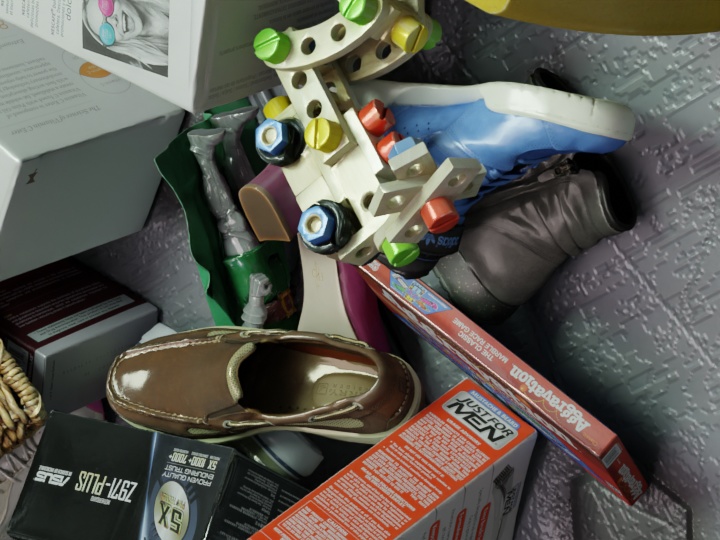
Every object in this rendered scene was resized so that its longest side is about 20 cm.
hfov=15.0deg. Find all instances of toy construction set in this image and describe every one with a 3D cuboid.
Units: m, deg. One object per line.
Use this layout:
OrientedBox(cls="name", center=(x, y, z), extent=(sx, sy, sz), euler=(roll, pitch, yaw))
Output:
OrientedBox(cls="toy construction set", center=(0.008, -0.080, 1.463), extent=(0.131, 0.092, 0.200), euler=(-39, 46, 22))

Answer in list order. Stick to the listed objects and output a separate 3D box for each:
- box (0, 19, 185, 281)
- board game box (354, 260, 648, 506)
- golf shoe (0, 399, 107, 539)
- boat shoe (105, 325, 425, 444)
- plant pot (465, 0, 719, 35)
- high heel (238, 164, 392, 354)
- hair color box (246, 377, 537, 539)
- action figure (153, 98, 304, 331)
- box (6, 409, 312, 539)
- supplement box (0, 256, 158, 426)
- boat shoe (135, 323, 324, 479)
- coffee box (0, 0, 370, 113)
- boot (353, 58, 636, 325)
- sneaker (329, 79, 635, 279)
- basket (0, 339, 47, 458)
OrientedBox(cls="box", center=(-0.244, -0.105, 1.789), extent=(0.200, 0.152, 0.106), euler=(42, 129, 24))
OrientedBox(cls="board game box", center=(0.080, 0.059, 1.600), extent=(0.200, 0.103, 0.019), euler=(39, 83, 26))
OrientedBox(cls="golf shoe", center=(-0.247, 0.146, 1.929), extent=(0.075, 0.091, 0.200), euler=(51, 131, 18))
OrientedBox(cls="boat shoe", center=(-0.065, 0.062, 1.640), extent=(0.202, 0.075, 0.075), euler=(-2, 71, 19))
OrientedBox(cls="plant pot", center=(0.090, -0.233, 1.419), extent=(0.200, 0.176, 0.200), euler=(32, 125, 30))
OrientedBox(cls="high heel", center=(0.000, 0.000, 1.691), extent=(0.067, 0.096, 0.200), euler=(11, 134, 43))
OrientedBox(cls="hair color box", center=(0.010, 0.162, 1.608), extent=(0.064, 0.200, 0.111), euler=(39, 142, 26))
OrientedBox(cls="action figure", center=(-0.063, 0.000, 1.712), extent=(0.055, 0.118, 0.200), euler=(-4, 111, 33))
OrientedBox(cls="box", center=(-0.091, 0.170, 1.714), extent=(0.164, 0.200, 0.086), euler=(8, 73, 40))
OrientedBox(cls="supplement box", center=(-0.247, 0.024, 1.869), extent=(0.200, 0.109, 0.061), euler=(30, 126, 32))
OrientedBox(cls="boat shoe", center=(-0.094, 0.097, 1.754), extent=(0.072, 0.062, 0.200), euler=(45, 171, -35))
OrientedBox(cls="coffee box", center=(-0.087, -0.235, 1.563), extent=(0.198, 0.200, 0.200), euler=(26, 122, 33))
OrientedBox(cls="boot", center=(0.070, -0.078, 1.587), extent=(0.131, 0.068, 0.200), euler=(-42, 78, 33))
OrientedBox(cls="sneaker", center=(0.059, -0.048, 1.516), extent=(0.200, 0.077, 0.111), euler=(5, 89, 31))
OrientedBox(cls="basket", center=(-0.308, 0.055, 1.809), extent=(0.149, 0.143, 0.200), euler=(-38, 91, 3))
